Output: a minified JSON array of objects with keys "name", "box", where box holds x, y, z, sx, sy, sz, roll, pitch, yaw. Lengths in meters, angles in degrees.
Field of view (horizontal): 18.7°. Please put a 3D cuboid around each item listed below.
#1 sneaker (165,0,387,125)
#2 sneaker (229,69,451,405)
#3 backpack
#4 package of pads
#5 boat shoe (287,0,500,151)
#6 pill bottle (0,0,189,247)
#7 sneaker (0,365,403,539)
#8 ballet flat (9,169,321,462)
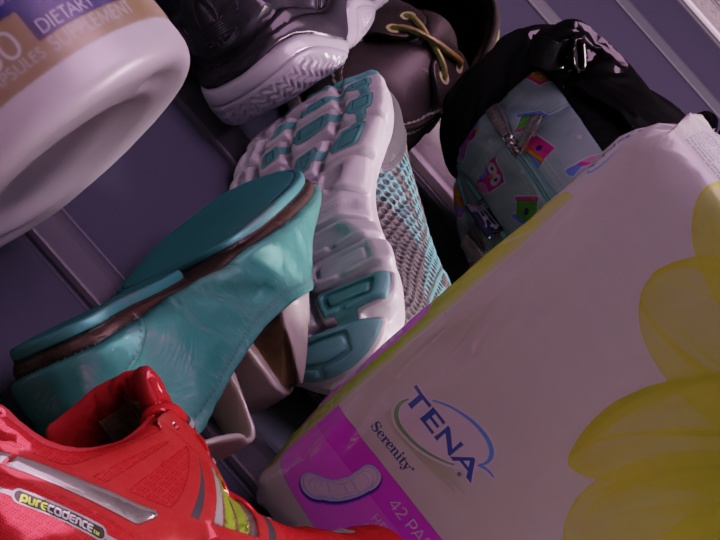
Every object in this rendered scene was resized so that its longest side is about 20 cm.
[{"name":"sneaker","box":[-0.043,-0.149,0.968,0.114,0.075,0.200,57,25,-16]},{"name":"sneaker","box":[0.000,0.000,0.868,0.091,0.077,0.201,52,22,-32]},{"name":"backpack","box":[0.124,0.001,0.988,0.166,0.127,0.201,19,36,-43]},{"name":"package of pads","box":[0.079,0.063,0.725,0.155,0.200,0.068,51,18,8]},{"name":"boat shoe","box":[0.020,-0.101,1.043,0.072,0.061,0.201,46,24,-5]},{"name":"pill bottle","box":[-0.156,-0.109,0.693,0.200,0.111,0.111,50,24,5]},{"name":"sneaker","box":[-0.050,0.070,0.623,0.200,0.077,0.085,13,61,-53]},{"name":"ballet flat","box":[-0.054,0.025,0.738,0.071,0.067,0.200,65,24,-9]}]
